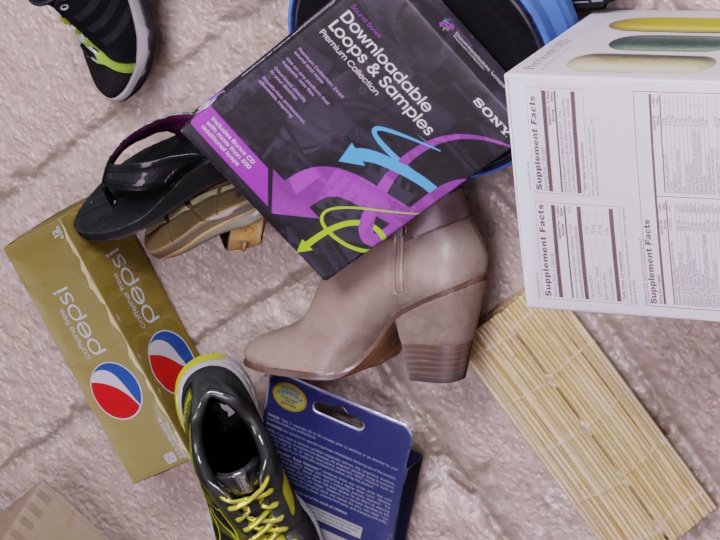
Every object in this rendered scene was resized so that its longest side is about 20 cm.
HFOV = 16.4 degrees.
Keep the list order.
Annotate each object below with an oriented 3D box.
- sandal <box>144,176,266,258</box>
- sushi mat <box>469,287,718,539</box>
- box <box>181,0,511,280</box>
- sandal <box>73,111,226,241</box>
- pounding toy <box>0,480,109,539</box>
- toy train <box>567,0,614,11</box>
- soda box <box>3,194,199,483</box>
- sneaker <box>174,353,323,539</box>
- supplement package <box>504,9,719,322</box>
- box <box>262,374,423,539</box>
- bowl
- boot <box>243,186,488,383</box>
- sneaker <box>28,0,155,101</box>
[{"bbox_3d":[-0.074,-0.048,1.735,0.199,0.081,0.054,-22,127,34],"label":"sandal"},{"bbox_3d":[0.152,0.104,1.701,0.095,0.012,0.201,-36,91,34],"label":"sushi mat"},{"bbox_3d":[-0.001,-0.096,1.605,0.143,0.036,0.200,46,125,-12],"label":"box"},{"bbox_3d":[-0.128,-0.084,1.740,0.200,0.076,0.048,-27,125,27],"label":"sandal"},{"bbox_3d":[-0.253,0.267,1.898,0.184,0.142,0.200,44,126,-11],"label":"pounding toy"},{"bbox_3d":[0.081,-0.182,1.608,0.199,0.034,0.046,0,123,29],"label":"toy train"},{"bbox_3d":[-0.175,0.048,1.829,0.064,0.068,0.201,-25,97,35],"label":"soda box"},{"bbox_3d":[-0.082,0.160,1.762,0.074,0.085,0.201,-24,98,2],"label":"sneaker"},{"bbox_3d":[0.212,-0.066,1.509,0.199,0.152,0.152,4,112,28],"label":"supplement package"},{"bbox_3d":[-0.023,0.173,1.818,0.120,0.032,0.201,22,120,20],"label":"box"},{"bbox_3d":[0.044,-0.146,1.607,0.199,0.039,0.202,15,132,17],"label":"bowl"},{"bbox_3d":[0.000,0.000,1.717,0.199,0.070,0.147,1,105,28],"label":"boot"},{"bbox_3d":[-0.193,-0.193,1.698,0.072,0.082,0.201,44,148,36],"label":"sneaker"}]
